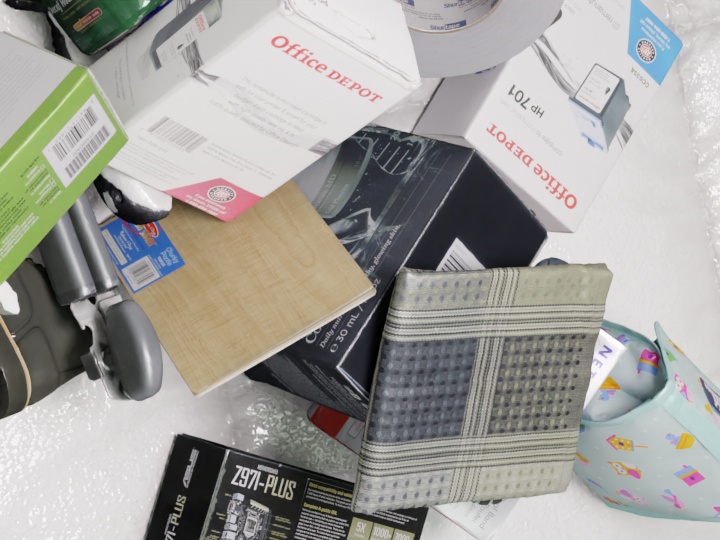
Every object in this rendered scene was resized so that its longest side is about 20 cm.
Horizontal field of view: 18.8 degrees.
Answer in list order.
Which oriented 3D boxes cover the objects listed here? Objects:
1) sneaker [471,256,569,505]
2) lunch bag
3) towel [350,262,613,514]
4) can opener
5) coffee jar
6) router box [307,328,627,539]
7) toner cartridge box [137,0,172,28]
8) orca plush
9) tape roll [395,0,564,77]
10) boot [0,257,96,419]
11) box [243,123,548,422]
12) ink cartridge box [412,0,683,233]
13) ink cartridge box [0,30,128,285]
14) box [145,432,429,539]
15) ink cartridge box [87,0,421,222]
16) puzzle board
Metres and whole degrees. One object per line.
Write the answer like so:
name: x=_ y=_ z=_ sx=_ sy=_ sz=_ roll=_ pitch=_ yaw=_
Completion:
sneaker: x=0.105 y=0.076 z=1.685 sx=0.078 sy=0.086 sz=0.200 roll=14 pitch=103 yaw=-38
lunch bag: x=0.249 y=0.130 z=1.842 sx=0.170 sy=0.200 sz=0.122 roll=45 pitch=72 yaw=-26
towel: x=0.090 y=0.084 z=1.606 sx=0.200 sy=0.035 sz=0.193 roll=0 pitch=109 yaw=-34
can opener: x=-0.193 y=0.001 z=1.583 sx=0.053 sy=0.066 sz=0.200 roll=-20 pitch=85 yaw=-57
coffee jar: x=-0.219 y=-0.258 z=1.552 sx=0.200 sy=0.104 sz=0.085 roll=51 pitch=54 yaw=-11
router box: x=0.086 y=0.089 z=1.761 sx=0.179 sy=0.049 sz=0.200 roll=35 pitch=90 yaw=-6
toner cartridge box: x=-0.122 y=-0.199 z=1.671 sx=0.095 sy=0.043 sz=0.200 roll=-10 pitch=100 yaw=-31
orca plush: x=-0.210 y=-0.114 z=1.610 sx=0.200 sy=0.071 sz=0.105 roll=57 pitch=29 yaw=-1
tape roll: x=0.061 y=-0.246 z=1.693 sx=0.200 sy=0.200 sz=0.066 roll=30 pitch=37 yaw=-30
boot: x=-0.256 y=-0.003 z=1.605 sx=0.138 sy=0.077 sz=0.200 roll=-22 pitch=99 yaw=-48
box: x=0.000 y=0.000 z=1.666 sx=0.124 sy=0.196 sz=0.200 roll=45 pitch=71 yaw=-40
ink cartridge box: x=0.159 y=-0.152 z=1.827 sx=0.146 sy=0.086 sz=0.200 roll=38 pitch=73 yaw=-29
ink cartridge box: x=-0.286 y=-0.096 z=1.511 sx=0.148 sy=0.200 sz=0.076 roll=-50 pitch=143 yaw=-19
box: x=-0.067 y=0.235 z=1.722 sx=0.200 sy=0.086 sz=0.164 roll=19 pitch=85 yaw=-32
ink cartridge box: x=-0.079 y=-0.137 z=1.548 sx=0.146 sy=0.200 sz=0.085 roll=26 pitch=43 yaw=-43
puzzle board: x=-0.097 y=-0.005 z=1.607 sx=0.151 sy=0.200 sz=0.017 roll=-31 pitch=137 yaw=-8
